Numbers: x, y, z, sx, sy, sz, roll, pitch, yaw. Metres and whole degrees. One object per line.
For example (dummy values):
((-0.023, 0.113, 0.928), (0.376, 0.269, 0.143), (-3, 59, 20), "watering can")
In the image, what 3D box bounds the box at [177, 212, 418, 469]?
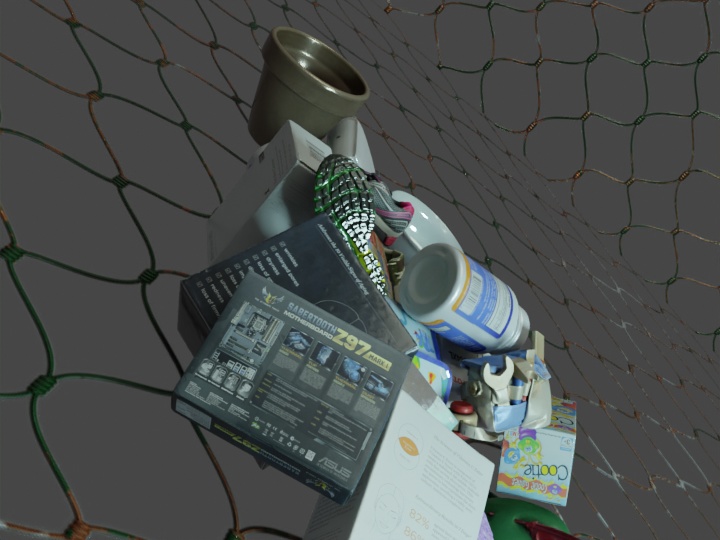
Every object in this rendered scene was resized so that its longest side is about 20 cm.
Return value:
((-0.075, 0.075, 1.015), (0.194, 0.125, 0.202), (-27, 70, -25), "box")

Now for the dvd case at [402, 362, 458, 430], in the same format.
((0.015, 0.190, 1.083), (0.199, 0.022, 0.147), (-38, 89, -33), "dvd case")

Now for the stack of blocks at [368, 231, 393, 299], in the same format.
((0.000, 0.000, 1.312), (0.200, 0.057, 0.118), (50, 28, -71), "stack of blocks")

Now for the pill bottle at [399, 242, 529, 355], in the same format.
((0.154, 0.051, 1.272), (0.199, 0.112, 0.113), (31, 27, -42), "pill bottle")

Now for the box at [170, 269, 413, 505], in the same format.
((-0.065, 0.112, 0.895), (0.197, 0.051, 0.159), (27, 57, 2), "box")

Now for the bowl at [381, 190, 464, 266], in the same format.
((0.098, -0.040, 1.637), (0.200, 0.090, 0.202), (38, 24, -20), "bowl")

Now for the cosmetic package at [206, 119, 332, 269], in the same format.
((-0.120, -0.084, 1.201), (0.080, 0.200, 0.114), (31, 24, -30), "cosmetic package")

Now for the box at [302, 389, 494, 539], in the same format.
((0.040, 0.263, 0.966), (0.152, 0.106, 0.202), (39, 46, -15), "box")

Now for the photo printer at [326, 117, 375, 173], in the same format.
((-0.013, -0.169, 1.601), (0.201, 0.068, 0.169), (-88, 163, -60), "photo printer")

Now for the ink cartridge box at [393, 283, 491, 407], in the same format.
((0.132, 0.121, 1.373), (0.145, 0.083, 0.204), (27, 47, -44), "ink cartridge box")

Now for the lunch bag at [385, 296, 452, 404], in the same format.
((0.028, 0.134, 1.216), (0.168, 0.127, 0.203), (27, 40, -34), "lunch bag")

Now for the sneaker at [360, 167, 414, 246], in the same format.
((-0.003, -0.130, 1.405), (0.199, 0.075, 0.081), (40, 14, -19), "sneaker")

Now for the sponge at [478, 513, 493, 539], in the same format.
((0.140, 0.325, 1.127), (0.204, 0.029, 0.111), (69, 13, 16), "sponge")

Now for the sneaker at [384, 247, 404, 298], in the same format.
((0.046, 0.012, 1.467), (0.200, 0.090, 0.067), (42, 23, -12), "sneaker")

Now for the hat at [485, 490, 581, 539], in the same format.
((0.260, 0.335, 1.212), (0.164, 0.176, 0.202), (12, 40, -52), "hat")

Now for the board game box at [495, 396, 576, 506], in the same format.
((0.267, 0.260, 1.352), (0.102, 0.106, 0.200), (9, 8, 12), "board game box")

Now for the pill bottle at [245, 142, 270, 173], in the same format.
((-0.103, -0.096, 1.367), (0.103, 0.104, 0.202), (22, 34, -43), "pill bottle")

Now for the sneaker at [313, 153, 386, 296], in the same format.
((-0.025, -0.045, 1.128), (0.076, 0.205, 0.085), (-13, 16, -19), "sneaker")

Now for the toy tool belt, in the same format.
((0.186, 0.150, 1.230), (0.197, 0.126, 0.123), (-4, 12, -43), "toy tool belt")

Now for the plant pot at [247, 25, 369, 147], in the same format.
((-0.107, -0.291, 1.559), (0.197, 0.176, 0.202), (27, 28, -16), "plant pot")
